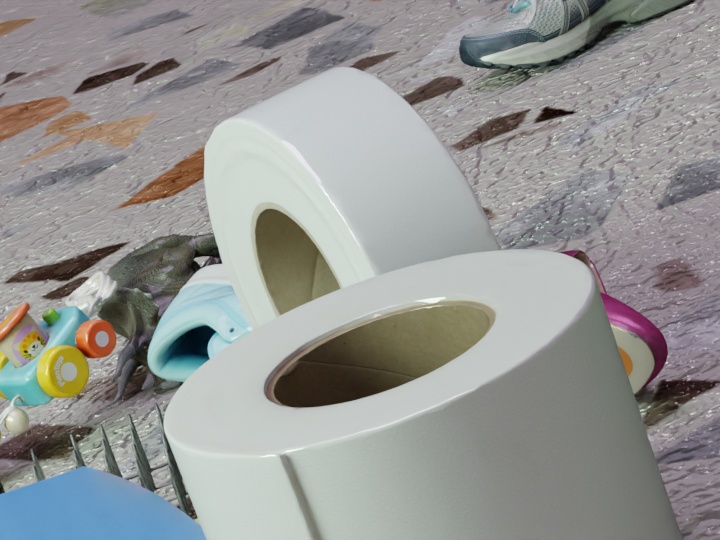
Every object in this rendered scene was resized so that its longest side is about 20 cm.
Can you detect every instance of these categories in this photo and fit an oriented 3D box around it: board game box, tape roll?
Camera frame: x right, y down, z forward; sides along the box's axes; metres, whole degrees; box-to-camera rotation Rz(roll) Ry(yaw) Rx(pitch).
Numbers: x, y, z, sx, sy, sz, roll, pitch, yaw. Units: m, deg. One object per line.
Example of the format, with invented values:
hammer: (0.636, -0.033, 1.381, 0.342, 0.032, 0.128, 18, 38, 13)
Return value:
board game box: (-0.146, 0.174, 1.360, 0.200, 0.039, 0.158, -18, 52, -30)
tape roll: (0.029, 0.094, 1.324, 0.202, 0.139, 0.203, -18, 18, 6)
tape roll: (0.000, 0.000, 1.549, 0.071, 0.203, 0.202, -26, 18, -22)

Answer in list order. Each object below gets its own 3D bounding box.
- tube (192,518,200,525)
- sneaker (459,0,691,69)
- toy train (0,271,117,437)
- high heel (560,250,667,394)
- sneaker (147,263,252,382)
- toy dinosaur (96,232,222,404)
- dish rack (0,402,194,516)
tube: (-0.052, 0.136, 1.454, 0.200, 0.052, 0.058, -21, 53, -11)
sneaker: (0.152, -0.212, 2.226, 0.200, 0.086, 0.078, -26, 17, -21)
toy train: (-0.235, 0.064, 1.776, 0.200, 0.056, 0.150, -38, 25, 9)
high heel: (0.127, 0.019, 1.575, 0.096, 0.067, 0.200, -38, 9, -19)
sneaker: (-0.041, 0.039, 1.717, 0.200, 0.074, 0.082, -9, 34, 44)
toy dinosaur: (-0.124, 0.008, 1.878, 0.102, 0.077, 0.200, -15, 19, -6)
dish rack: (-0.133, 0.119, 1.578, 0.200, 0.055, 0.153, -20, 18, -2)
